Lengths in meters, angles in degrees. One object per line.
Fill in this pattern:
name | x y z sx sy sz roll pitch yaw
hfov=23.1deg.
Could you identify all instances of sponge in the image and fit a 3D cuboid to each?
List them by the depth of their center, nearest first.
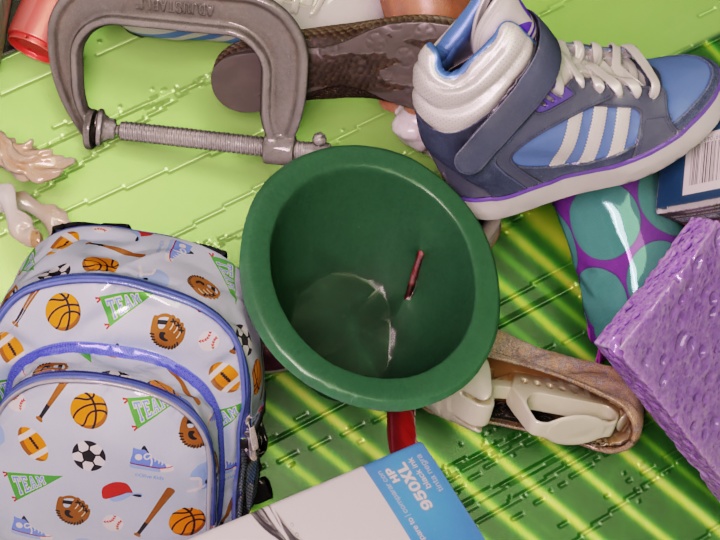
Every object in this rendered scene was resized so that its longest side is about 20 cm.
sponge | 0.241 0.069 1.167 0.112 0.030 0.200 -51 124 -15

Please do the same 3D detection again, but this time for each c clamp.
c clamp | -0.111 -0.107 1.152 0.199 0.172 0.027 12 32 3

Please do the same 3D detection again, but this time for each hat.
hat | -0.014 0.049 1.117 0.165 0.176 0.201 5 63 -16

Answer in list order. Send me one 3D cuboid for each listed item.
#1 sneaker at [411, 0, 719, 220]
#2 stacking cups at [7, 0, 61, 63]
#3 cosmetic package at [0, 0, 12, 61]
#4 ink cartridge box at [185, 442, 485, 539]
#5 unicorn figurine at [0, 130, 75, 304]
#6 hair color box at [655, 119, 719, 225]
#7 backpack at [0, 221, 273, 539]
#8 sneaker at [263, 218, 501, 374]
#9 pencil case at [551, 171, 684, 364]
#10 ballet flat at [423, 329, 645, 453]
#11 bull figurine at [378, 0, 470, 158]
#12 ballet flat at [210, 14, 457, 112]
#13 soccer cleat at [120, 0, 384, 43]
sneaker | 0.128 -0.124 1.089 0.199 0.147 0.081 -22 42 -1
stacking cups | -0.177 -0.235 1.185 0.060 0.061 0.201 21 75 -6
cosmetic package | -0.254 -0.239 1.151 0.074 0.102 0.201 9 76 -9
ink cartridge box | -0.044 0.197 1.030 0.199 0.145 0.084 -19 65 -33
unicorn figurine | -0.278 -0.011 1.120 0.137 0.074 0.200 30 60 6
hair color box | 0.304 -0.044 1.181 0.199 0.100 0.061 17 74 -33
backpack | -0.144 0.074 1.046 0.199 0.154 0.192 5 112 -4
sneaker | 0.000 0.000 1.154 0.199 0.090 0.075 -29 84 -17
pencil case | 0.165 -0.044 1.200 0.092 0.085 0.201 -24 83 22
ballet flat | 0.098 0.079 1.162 0.199 0.068 0.067 10 35 -8
bull figurine | 0.055 -0.180 1.200 0.121 0.065 0.201 -26 108 -37
ballet flat | -0.001 -0.137 1.155 0.199 0.046 0.068 -4 119 15
soccer cleat | -0.071 -0.186 1.182 0.199 0.086 0.070 -3 79 -12
